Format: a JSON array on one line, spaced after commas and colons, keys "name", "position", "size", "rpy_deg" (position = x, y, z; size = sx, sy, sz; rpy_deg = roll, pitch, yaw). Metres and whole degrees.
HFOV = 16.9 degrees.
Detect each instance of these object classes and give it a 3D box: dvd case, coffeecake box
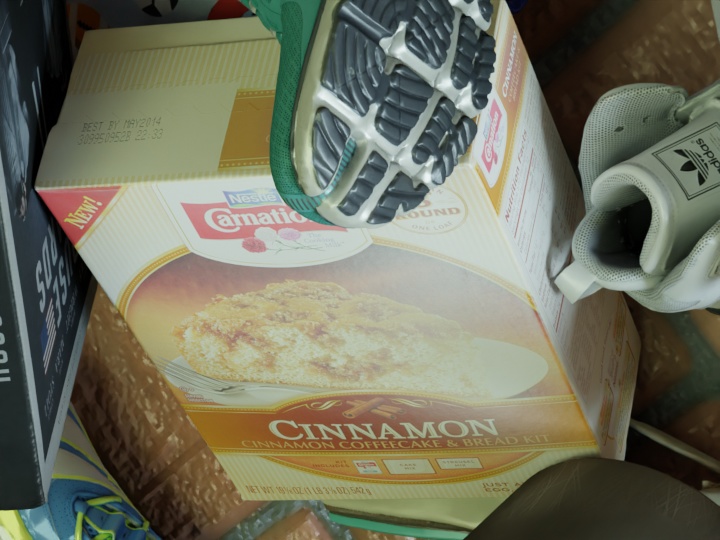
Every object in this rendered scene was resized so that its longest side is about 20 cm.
[{"name": "dvd case", "position": [-0.118, -0.043, 0.816], "size": [0.025, 0.150, 0.200], "rpy_deg": [-2, 120, 3]}, {"name": "coffeecake box", "position": [0.000, 0.000, 0.854], "size": [0.153, 0.073, 0.200], "rpy_deg": [-2, 143, 21]}]

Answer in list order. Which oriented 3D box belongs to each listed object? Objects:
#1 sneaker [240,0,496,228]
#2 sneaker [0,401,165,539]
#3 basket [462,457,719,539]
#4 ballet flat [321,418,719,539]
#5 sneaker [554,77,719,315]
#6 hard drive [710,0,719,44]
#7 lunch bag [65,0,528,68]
[{"name": "sneaker", "position": [-0.005, -0.096, 0.753], "size": [0.080, 0.200, 0.078], "rpy_deg": [-16, 142, 29]}, {"name": "sneaker", "position": [-0.094, 0.134, 1.059], "size": [0.105, 0.076, 0.200], "rpy_deg": [-7, 110, 23]}, {"name": "basket", "position": [0.054, 0.164, 0.806], "size": [0.136, 0.200, 0.180], "rpy_deg": [-10, 117, 39]}, {"name": "ballet flat", "position": [0.078, 0.084, 0.929], "size": [0.200, 0.069, 0.070], "rpy_deg": [11, 113, 29]}, {"name": "sneaker", "position": [0.148, -0.048, 0.785], "size": [0.200, 0.115, 0.075], "rpy_deg": [-48, 63, 37]}, {"name": "hard drive", "position": [0.214, -0.059, 0.731], "size": [0.200, 0.025, 0.132], "rpy_deg": [-13, 101, 1]}, {"name": "lunch bag", "position": [-0.065, -0.147, 0.893], "size": [0.170, 0.124, 0.200], "rpy_deg": [-22, 92, 40]}]
